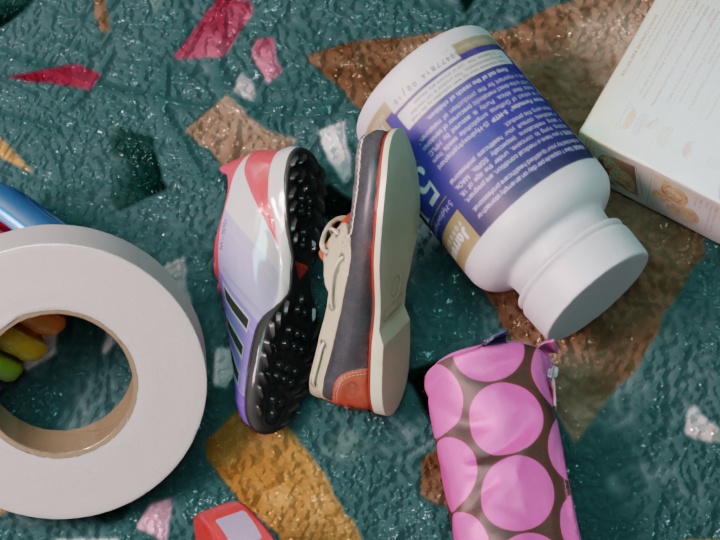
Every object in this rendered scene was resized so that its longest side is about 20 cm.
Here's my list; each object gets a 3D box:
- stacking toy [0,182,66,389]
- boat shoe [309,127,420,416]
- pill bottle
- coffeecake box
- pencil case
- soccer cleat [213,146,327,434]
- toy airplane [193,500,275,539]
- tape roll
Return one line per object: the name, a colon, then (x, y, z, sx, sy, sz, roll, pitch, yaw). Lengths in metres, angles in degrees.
stacking toy: (-0.262, 0.048, 1.492, 0.109, 0.116, 0.201, 34, 90, 16)
boat shoe: (0.000, 0.000, 1.457, 0.062, 0.071, 0.202, 12, 113, 23)
pill bottle: (0.100, -0.057, 1.484, 0.119, 0.120, 0.200, -36, 72, -9)
coffeecake box: (0.272, -0.100, 1.514, 0.199, 0.073, 0.154, 28, 74, 12)
pencil case: (0.102, 0.146, 1.432, 0.093, 0.091, 0.202, -10, 73, 0)
soccer cleat: (-0.070, 0.014, 1.508, 0.073, 0.068, 0.202, -3, 75, 31)
toy airplane: (-0.045, 0.263, 1.368, 0.198, 0.141, 0.201, 29, 59, -7)
tape roll: (-0.201, 0.068, 1.437, 0.201, 0.037, 0.205, -2, 113, -4)
